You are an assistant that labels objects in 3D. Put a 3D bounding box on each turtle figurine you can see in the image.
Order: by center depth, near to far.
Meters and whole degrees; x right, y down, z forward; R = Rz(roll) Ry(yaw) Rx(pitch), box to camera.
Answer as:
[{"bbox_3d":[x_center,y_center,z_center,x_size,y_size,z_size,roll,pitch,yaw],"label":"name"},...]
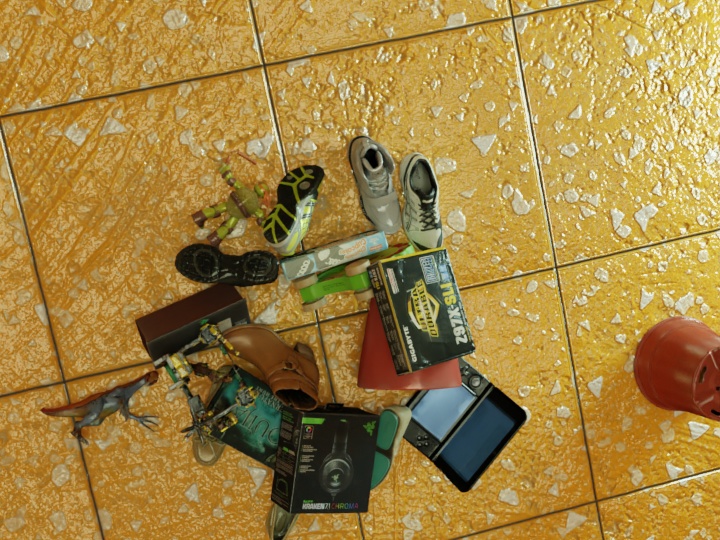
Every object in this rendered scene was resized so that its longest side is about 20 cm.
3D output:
[{"bbox_3d":[-0.225,-0.110,1.623,0.161,0.064,0.201,-37,100,-3],"label":"turtle figurine"}]

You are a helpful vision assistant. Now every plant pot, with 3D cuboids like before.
[{"bbox_3d":[0.092,0.132,1.639,0.198,0.200,0.179,0,85,-8],"label":"plant pot"},{"bbox_3d":[0.677,0.204,1.713,0.199,0.195,0.203,-1,96,-7],"label":"plant pot"}]

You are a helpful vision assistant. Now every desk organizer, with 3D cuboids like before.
[{"bbox_3d":[-0.314,0.098,1.624,0.199,0.077,0.072,-24,132,-20],"label":"desk organizer"}]

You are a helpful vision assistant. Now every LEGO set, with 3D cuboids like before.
[{"bbox_3d":[-0.274,0.193,1.527,0.153,0.116,0.202,-23,87,-6],"label":"LEGO set"}]

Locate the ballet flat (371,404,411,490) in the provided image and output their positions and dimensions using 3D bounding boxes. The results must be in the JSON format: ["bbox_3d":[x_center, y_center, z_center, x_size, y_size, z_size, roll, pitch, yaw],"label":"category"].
[{"bbox_3d":[0.048,0.346,1.699,0.069,0.070,0.201,19,114,-9],"label":"ballet flat"}]

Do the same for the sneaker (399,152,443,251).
[{"bbox_3d":[0.118,-0.125,1.658,0.075,0.088,0.202,-15,99,-8],"label":"sneaker"}]

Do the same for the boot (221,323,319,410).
[{"bbox_3d":[-0.167,0.185,1.603,0.199,0.156,0.077,24,116,-21],"label":"boot"}]

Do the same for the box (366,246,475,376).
[{"bbox_3d":[0.109,0.070,1.534,0.159,0.049,0.202,-11,83,-37],"label":"box"}]

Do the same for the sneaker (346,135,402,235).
[{"bbox_3d":[0.031,-0.159,1.628,0.075,0.115,0.202,-21,98,-5],"label":"sneaker"}]

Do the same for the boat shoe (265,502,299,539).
[{"bbox_3d":[-0.135,0.436,1.690,0.073,0.063,0.202,22,92,-9],"label":"boat shoe"}]

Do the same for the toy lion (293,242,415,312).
[{"bbox_3d":[0.000,0.000,1.624,0.199,0.191,0.069,-14,104,34],"label":"toy lion"}]

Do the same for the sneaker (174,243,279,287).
[{"bbox_3d":[-0.248,0.001,1.615,0.198,0.091,0.077,8,74,3],"label":"sneaker"}]

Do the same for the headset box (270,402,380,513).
[{"bbox_3d":[-0.065,0.350,1.642,0.173,0.093,0.202,9,88,-30],"label":"headset box"}]

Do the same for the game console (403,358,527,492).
[{"bbox_3d":[0.191,0.294,1.695,0.176,0.116,0.200,40,89,-10],"label":"game console"}]

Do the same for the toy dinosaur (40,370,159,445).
[{"bbox_3d":[-0.469,0.240,1.617,0.199,0.105,0.182,35,70,2],"label":"toy dinosaur"}]

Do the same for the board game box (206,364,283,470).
[{"bbox_3d":[-0.197,0.285,1.644,0.200,0.028,0.136,36,82,-30],"label":"board game box"}]

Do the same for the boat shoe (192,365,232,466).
[{"bbox_3d":[-0.278,0.283,1.655,0.073,0.063,0.202,13,94,-9],"label":"boat shoe"}]

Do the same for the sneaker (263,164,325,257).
[{"bbox_3d":[-0.122,-0.114,1.618,0.075,0.077,0.201,13,58,24],"label":"sneaker"}]

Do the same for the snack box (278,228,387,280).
[{"bbox_3d":[-0.053,-0.032,1.629,0.198,0.116,0.037,-18,98,-6],"label":"snack box"}]
